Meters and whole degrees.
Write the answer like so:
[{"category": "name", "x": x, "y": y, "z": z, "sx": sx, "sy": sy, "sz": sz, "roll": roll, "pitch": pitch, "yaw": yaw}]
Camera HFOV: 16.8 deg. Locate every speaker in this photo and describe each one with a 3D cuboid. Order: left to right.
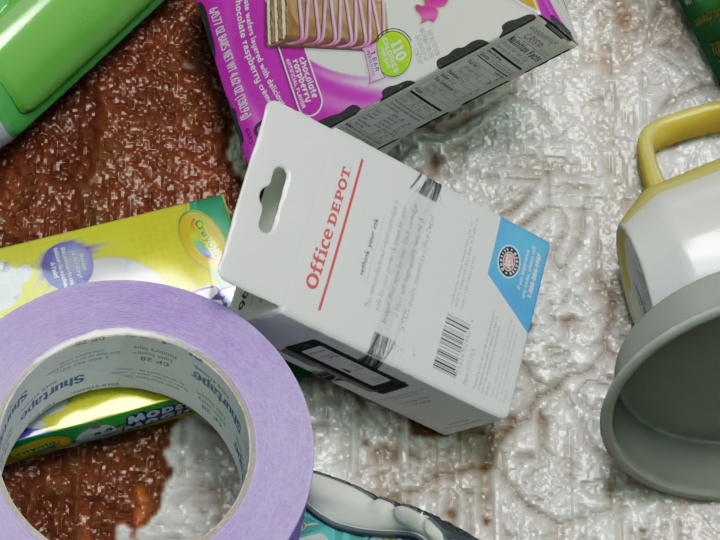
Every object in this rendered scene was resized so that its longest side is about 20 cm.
[{"category": "speaker", "x": -0.183, "y": -0.155, "z": 1.439, "sx": 0.088, "sy": 0.088, "sz": 0.200, "roll": 42, "pitch": 70, "yaw": 8}]

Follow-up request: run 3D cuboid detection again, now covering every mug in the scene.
[{"category": "mug", "x": 0.231, "y": -0.011, "z": 1.437, "sx": 0.153, "sy": 0.187, "sz": 0.150, "roll": -15, "pitch": 105, "yaw": -4}]

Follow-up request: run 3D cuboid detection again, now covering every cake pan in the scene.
[{"category": "cake pan", "x": 0.231, "y": 0.060, "z": 1.368, "sx": 0.200, "sy": 0.200, "sz": 0.037, "roll": 0, "pitch": 51, "yaw": -8}]

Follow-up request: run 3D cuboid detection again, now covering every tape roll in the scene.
[{"category": "tape roll", "x": -0.126, "y": 0.106, "z": 1.296, "sx": 0.200, "sy": 0.066, "sz": 0.200, "roll": 4, "pitch": 60, "yaw": -6}]

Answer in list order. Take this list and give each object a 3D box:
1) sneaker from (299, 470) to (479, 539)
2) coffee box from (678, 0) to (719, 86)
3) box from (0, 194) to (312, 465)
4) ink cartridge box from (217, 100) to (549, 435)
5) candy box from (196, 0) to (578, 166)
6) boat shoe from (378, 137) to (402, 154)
[{"category": "sneaker", "x": 0.023, "y": 0.170, "z": 1.316, "sx": 0.077, "sy": 0.200, "sz": 0.080, "roll": 33, "pitch": 77, "yaw": -38}, {"category": "coffee box", "x": 0.209, "y": -0.205, "z": 1.463, "sx": 0.044, "sy": 0.123, "sz": 0.200, "roll": -26, "pitch": 91, "yaw": -6}, {"category": "box", "x": -0.133, "y": 0.031, "z": 1.399, "sx": 0.200, "sy": 0.048, "sz": 0.118, "roll": -14, "pitch": 73, "yaw": -15}, {"category": "ink cartridge box", "x": 0.000, "y": 0.000, "z": 1.376, "sx": 0.200, "sy": 0.068, "sz": 0.116, "roll": 27, "pitch": 65, "yaw": -26}, {"category": "candy box", "x": 0.011, "y": -0.151, "z": 1.418, "sx": 0.200, "sy": 0.061, "sz": 0.137, "roll": -27, "pitch": 66, "yaw": 20}, {"category": "boat shoe", "x": 0.043, "y": -0.148, "z": 1.474, "sx": 0.071, "sy": 0.064, "sz": 0.200, "roll": 29, "pitch": 91, "yaw": 31}]
